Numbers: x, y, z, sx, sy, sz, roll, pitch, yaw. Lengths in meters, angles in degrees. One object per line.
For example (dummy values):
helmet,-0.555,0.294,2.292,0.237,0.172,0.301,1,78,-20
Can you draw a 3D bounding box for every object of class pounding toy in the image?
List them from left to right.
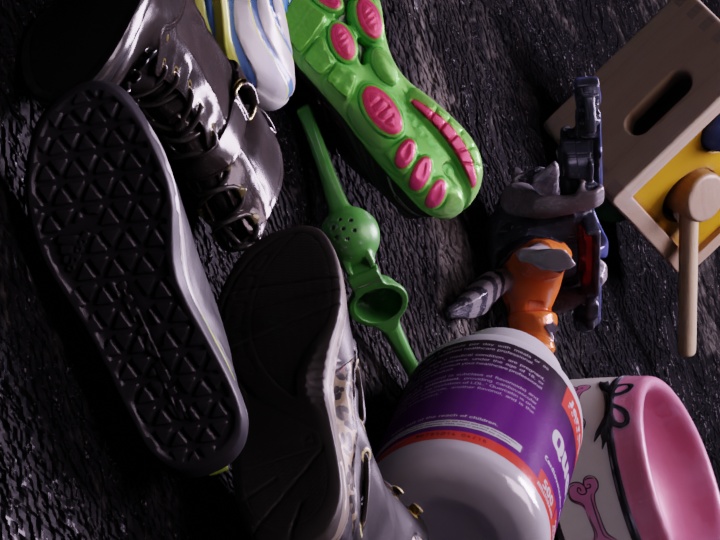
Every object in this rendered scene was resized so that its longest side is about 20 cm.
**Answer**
pounding toy,0.257,-0.073,2.079,0.142,0.200,0.184,50,6,37

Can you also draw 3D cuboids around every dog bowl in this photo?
dog bowl,0.198,0.164,1.854,0.200,0.073,0.201,52,27,-41

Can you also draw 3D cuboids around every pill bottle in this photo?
pill bottle,0.067,0.110,1.521,0.113,0.112,0.200,63,22,-17

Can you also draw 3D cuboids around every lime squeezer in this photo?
lime squeezer,0.000,0.000,1.576,0.201,0.038,0.071,66,-10,-10

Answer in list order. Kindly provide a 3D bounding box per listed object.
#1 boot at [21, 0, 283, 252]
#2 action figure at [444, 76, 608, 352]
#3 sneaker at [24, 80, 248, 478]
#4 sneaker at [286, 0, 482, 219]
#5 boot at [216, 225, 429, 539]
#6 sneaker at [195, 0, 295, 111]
boot,-0.092,-0.082,1.359,0.175,0.069,0.200,63,24,-26
action figure,0.116,-0.029,1.785,0.194,0.104,0.202,-76,166,-63
sneaker,-0.109,0.008,1.265,0.083,0.071,0.202,-103,176,-84
sneaker,-0.006,-0.111,1.608,0.076,0.084,0.201,-31,89,-27
boot,-0.017,0.093,1.367,0.151,0.073,0.201,61,16,-49
sneaker,-0.058,-0.195,1.486,0.201,0.104,0.076,68,21,-5
